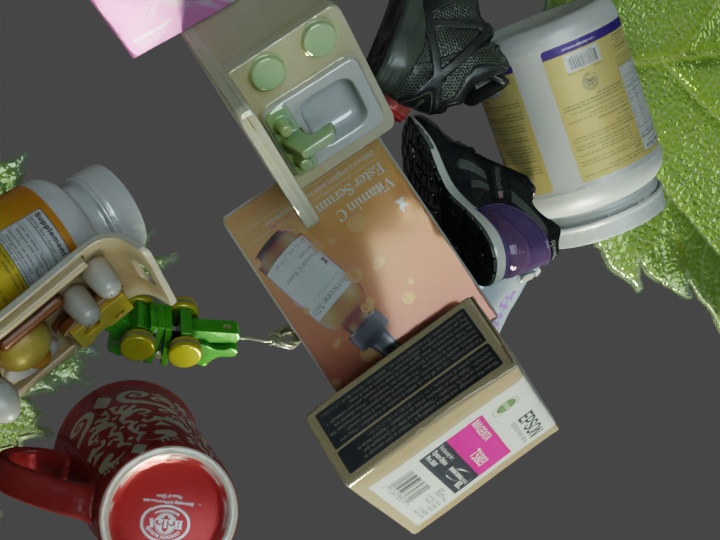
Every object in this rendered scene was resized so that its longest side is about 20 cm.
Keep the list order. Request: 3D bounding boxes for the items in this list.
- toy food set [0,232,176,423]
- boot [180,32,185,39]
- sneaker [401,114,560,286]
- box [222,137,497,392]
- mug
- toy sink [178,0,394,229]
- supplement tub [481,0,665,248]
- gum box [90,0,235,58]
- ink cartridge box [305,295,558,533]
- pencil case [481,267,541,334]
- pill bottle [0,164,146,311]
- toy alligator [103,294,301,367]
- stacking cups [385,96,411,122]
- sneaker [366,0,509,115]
[{"bbox_3d":[-0.233,0.064,0.976,0.200,0.144,0.060,-40,76,-10],"label":"toy food set"},{"bbox_3d":[-0.123,-0.295,1.063,0.155,0.077,0.200,-39,112,-6],"label":"boot"},{"bbox_3d":[0.107,-0.069,1.133,0.087,0.201,0.076,-15,142,-21],"label":"sneaker"},{"bbox_3d":[0.000,0.000,1.087,0.152,0.106,0.201,-35,88,-1],"label":"box"},{"bbox_3d":[-0.193,0.184,1.026,0.177,0.200,0.134,-25,104,-16],"label":"mug"},{"bbox_3d":[-0.055,-0.153,1.007,0.112,0.200,0.131,-33,131,-1],"label":"toy sink"},{"bbox_3d":[0.195,-0.136,1.164,0.145,0.145,0.201,-25,103,-16],"label":"supplement tub"},{"bbox_3d":[-0.124,-0.265,0.965,0.199,0.066,0.114,-29,144,4],"label":"gum box"},{"bbox_3d":[0.066,0.126,1.038,0.164,0.200,0.075,-36,61,3],"label":"ink cartridge box"},{"bbox_3d":[0.097,0.048,1.180,0.090,0.083,0.201,25,87,-8],"label":"pencil case"},{"bbox_3d":[-0.276,-0.004,1.015,0.200,0.111,0.112,-35,106,-29],"label":"pill bottle"},{"bbox_3d":[-0.153,0.063,1.110,0.198,0.060,0.054,10,132,-20],"label":"toy alligator"},{"bbox_3d":[0.065,-0.235,1.153,0.060,0.060,0.201,30,86,-20],"label":"stacking cups"},{"bbox_3d":[0.083,-0.220,1.095,0.114,0.076,0.201,28,67,-21],"label":"sneaker"}]
